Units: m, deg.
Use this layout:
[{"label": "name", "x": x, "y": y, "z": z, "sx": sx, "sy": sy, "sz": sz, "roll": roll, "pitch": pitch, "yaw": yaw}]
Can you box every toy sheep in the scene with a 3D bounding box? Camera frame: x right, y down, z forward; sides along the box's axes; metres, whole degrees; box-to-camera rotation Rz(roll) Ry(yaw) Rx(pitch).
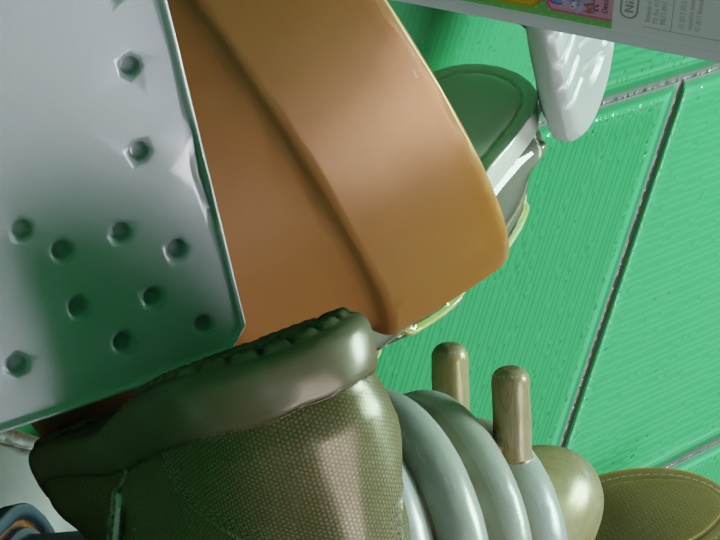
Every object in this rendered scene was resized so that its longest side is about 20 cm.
[{"label": "toy sheep", "x": 0.007, "y": 0.105, "z": 1.110, "sx": 0.199, "sy": 0.138, "sz": 0.139, "roll": -10, "pitch": 129, "yaw": -25}]

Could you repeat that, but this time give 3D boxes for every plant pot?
[{"label": "plant pot", "x": -0.070, "y": -0.042, "z": 0.827, "sx": 0.140, "sy": 0.200, "sz": 0.200, "roll": -37, "pitch": 148, "yaw": -7}]

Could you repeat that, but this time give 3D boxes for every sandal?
[{"label": "sandal", "x": 0.061, "y": -0.144, "z": 1.079, "sx": 0.083, "sy": 0.049, "sz": 0.204, "roll": -55, "pitch": 143, "yaw": -46}]

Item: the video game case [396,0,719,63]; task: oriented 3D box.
[{"label": "video game case", "x": 0.081, "y": -0.162, "z": 0.959, "sx": 0.022, "sy": 0.181, "sz": 0.201, "roll": -67, "pitch": 165, "yaw": -46}]

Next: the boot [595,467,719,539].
[{"label": "boot", "x": 0.103, "y": 0.193, "z": 1.445, "sx": 0.199, "sy": 0.074, "sz": 0.155, "roll": -25, "pitch": 137, "yaw": -29}]

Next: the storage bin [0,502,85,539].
[{"label": "storage bin", "x": -0.065, "y": 0.150, "z": 0.826, "sx": 0.200, "sy": 0.133, "sz": 0.147, "roll": -47, "pitch": 125, "yaw": -67}]

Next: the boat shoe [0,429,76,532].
[{"label": "boat shoe", "x": -0.123, "y": 0.095, "z": 0.984, "sx": 0.199, "sy": 0.072, "sz": 0.076, "roll": 4, "pitch": 153, "yaw": -44}]

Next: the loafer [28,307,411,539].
[{"label": "loafer", "x": -0.037, "y": 0.061, "z": 0.744, "sx": 0.076, "sy": 0.068, "sz": 0.200, "roll": -17, "pitch": 174, "yaw": -14}]

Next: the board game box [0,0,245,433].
[{"label": "board game box", "x": -0.144, "y": -0.045, "z": 0.692, "sx": 0.199, "sy": 0.026, "sz": 0.201, "roll": -18, "pitch": 111, "yaw": -12}]

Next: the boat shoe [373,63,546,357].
[{"label": "boat shoe", "x": 0.002, "y": 0.001, "z": 1.092, "sx": 0.202, "sy": 0.072, "sz": 0.061, "roll": -45, "pitch": 144, "yaw": -33}]
